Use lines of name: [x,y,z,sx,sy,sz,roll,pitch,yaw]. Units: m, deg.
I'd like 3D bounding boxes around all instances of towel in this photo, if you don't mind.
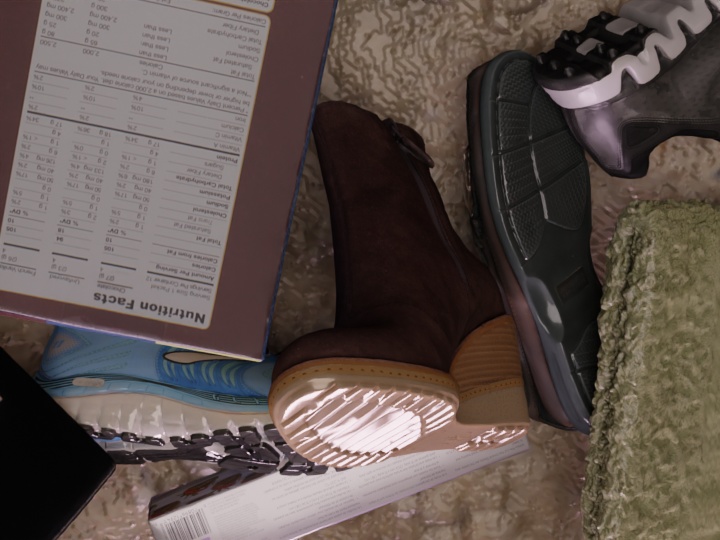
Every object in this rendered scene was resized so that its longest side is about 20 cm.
towel: [0.169,0.059,0.790,0.148,0.036,0.201,-6,104,-41]

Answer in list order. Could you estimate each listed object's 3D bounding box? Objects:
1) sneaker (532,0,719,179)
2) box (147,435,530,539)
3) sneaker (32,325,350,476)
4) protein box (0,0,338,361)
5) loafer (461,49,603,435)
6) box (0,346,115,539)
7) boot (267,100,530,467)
sneaker: [0.183,-0.114,0.781,0.200,0.066,0.091,-33,120,-10]
box: [-0.012,0.106,0.811,0.200,0.039,0.042,-22,102,-1]
sneaker: [-0.066,0.047,0.768,0.199,0.078,0.090,4,67,4]
protein box: [-0.088,-0.086,0.689,0.135,0.199,0.200,12,99,-6]
loafer: [0.082,-0.009,0.789,0.072,0.063,0.200,-24,101,-40]
box: [-0.259,0.100,0.709,0.200,0.124,0.197,46,110,-3]
boot: [0.000,0.000,0.700,0.072,0.200,0.167,-29,69,24]
